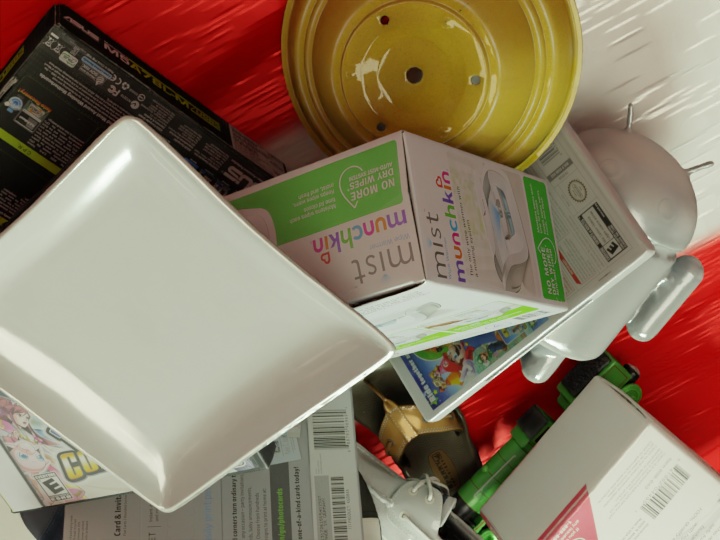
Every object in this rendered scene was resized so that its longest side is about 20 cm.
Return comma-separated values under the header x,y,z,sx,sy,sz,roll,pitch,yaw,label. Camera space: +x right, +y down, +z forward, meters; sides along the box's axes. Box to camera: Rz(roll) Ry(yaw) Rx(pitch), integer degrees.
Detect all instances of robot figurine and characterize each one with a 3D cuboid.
x,y,z,sx,sy,sz,roll,pitch,yaw,label
0.158,-0.018,0.997,0.169,0.113,0.200,31,111,-14,robot figurine

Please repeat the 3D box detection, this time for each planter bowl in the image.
x,y,z,sx,sy,sz,roll,pitch,yaw,label
0.038,-0.130,0.887,0.199,0.083,0.201,3,110,10,planter bowl

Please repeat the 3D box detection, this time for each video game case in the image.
x,y,z,sx,sy,sz,roll,pitch,yaw,label
-0.178,0.067,0.869,0.199,0.026,0.181,-13,122,23,video game case
0.084,-0.011,0.965,0.200,0.144,0.018,-40,159,24,video game case

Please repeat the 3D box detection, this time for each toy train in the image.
x,y,z,sx,sy,sz,roll,pitch,yaw,label
0.139,0.141,1.110,0.200,0.042,0.056,-46,123,5,toy train

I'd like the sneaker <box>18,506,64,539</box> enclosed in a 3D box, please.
x,y,z,sx,sy,sz,roll,pitch,yaw,label
-0.160,0.203,0.997,0.199,0.079,0.079,27,101,5,sneaker

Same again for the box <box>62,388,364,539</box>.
x,y,z,sx,sy,sz,roll,pitch,yaw,label
-0.101,0.145,0.974,0.199,0.156,0.041,-2,142,-6,box

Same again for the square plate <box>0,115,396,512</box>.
x,y,z,sx,sy,sz,roll,pitch,yaw,label
-0.116,0.030,0.792,0.198,0.028,0.200,-37,114,27,square plate

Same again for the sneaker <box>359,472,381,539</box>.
x,y,z,sx,sy,sz,roll,pitch,yaw,label
-0.021,0.221,0.985,0.074,0.201,0.089,-3,162,2,sneaker

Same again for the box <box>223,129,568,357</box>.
x,y,z,sx,sy,sz,roll,pitch,yaw,label
0.000,0.000,0.896,0.199,0.097,0.176,-17,163,34,box

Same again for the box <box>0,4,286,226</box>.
x,y,z,sx,sy,sz,roll,pitch,yaw,label
-0.181,-0.046,0.954,0.200,0.048,0.193,34,111,-27,box

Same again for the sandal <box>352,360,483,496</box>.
x,y,z,sx,sy,sz,roll,pitch,yaw,label
0.041,0.127,1.092,0.081,0.055,0.200,-26,121,4,sandal

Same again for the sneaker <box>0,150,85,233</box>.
x,y,z,sx,sy,sz,roll,pitch,yaw,label
-0.201,-0.003,0.886,0.076,0.091,0.200,37,107,12,sneaker

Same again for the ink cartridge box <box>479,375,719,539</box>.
x,y,z,sx,sy,sz,roll,pitch,yaw,label
0.212,0.196,1.092,0.200,0.085,0.146,39,94,-32,ink cartridge box

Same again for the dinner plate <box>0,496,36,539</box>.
x,y,z,sx,sy,sz,roll,pitch,yaw,label
-0.233,0.180,1.060,0.199,0.024,0.201,1,111,2,dinner plate

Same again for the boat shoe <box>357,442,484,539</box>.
x,y,z,sx,sy,sz,roll,pitch,yaw,label
0.047,0.191,1.063,0.069,0.072,0.200,-44,84,23,boat shoe
